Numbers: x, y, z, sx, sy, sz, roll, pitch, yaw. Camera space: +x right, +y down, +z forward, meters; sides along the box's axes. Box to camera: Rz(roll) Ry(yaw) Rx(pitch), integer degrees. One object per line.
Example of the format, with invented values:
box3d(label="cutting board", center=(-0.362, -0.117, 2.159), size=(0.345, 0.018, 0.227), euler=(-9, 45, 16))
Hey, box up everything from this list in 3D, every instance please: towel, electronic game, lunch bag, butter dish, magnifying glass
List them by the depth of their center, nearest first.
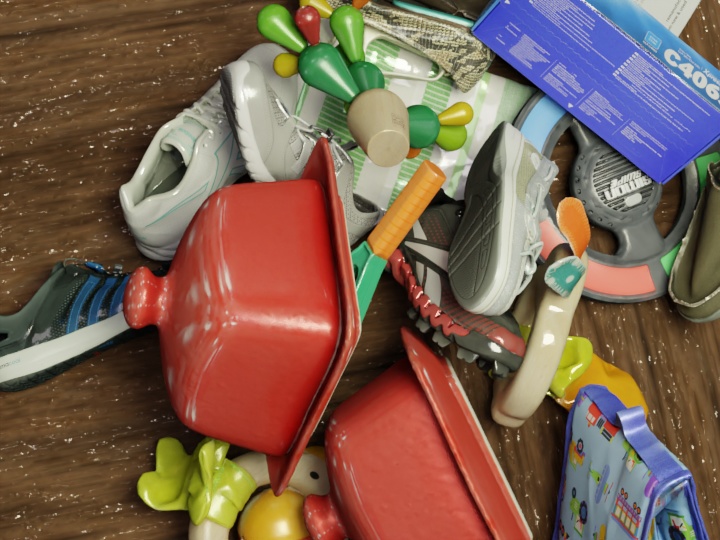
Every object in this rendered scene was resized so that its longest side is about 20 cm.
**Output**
box3d(label="butter dish", center=(-0.093, 0.027, 1.073), size=(0.148, 0.200, 0.200), euler=(7, 47, -18))
box3d(label="lunch bag", center=(0.196, 0.188, 1.119), size=(0.094, 0.151, 0.200), euler=(-11, 114, -10))
box3d(label="butter dish", center=(0.029, 0.159, 1.122), size=(0.148, 0.199, 0.200), euler=(-25, 93, 1))
box3d(label="magnifying glass", center=(0.000, 0.000, 1.172), size=(0.022, 0.080, 0.200), euler=(25, 112, -33))
box3d(label="electronic game", center=(0.210, -0.072, 1.252), size=(0.200, 0.042, 0.200), euler=(2, 82, -14))
box3d(label="towel", center=(0.036, -0.110, 1.254), size=(0.200, 0.023, 0.153), euler=(17, 78, -4))

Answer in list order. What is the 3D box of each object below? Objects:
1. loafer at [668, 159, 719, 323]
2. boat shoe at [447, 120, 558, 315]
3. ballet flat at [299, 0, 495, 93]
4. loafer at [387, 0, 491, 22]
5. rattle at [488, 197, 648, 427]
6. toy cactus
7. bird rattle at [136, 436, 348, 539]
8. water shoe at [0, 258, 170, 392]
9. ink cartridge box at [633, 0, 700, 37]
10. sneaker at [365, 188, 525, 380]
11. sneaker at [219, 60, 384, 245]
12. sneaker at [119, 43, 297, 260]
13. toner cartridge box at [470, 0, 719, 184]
box3d(label="loafer", center=(0.289, -0.055, 1.193), size=(0.070, 0.075, 0.200), euler=(16, 104, -35))
box3d(label="boat shoe", center=(0.110, -0.035, 1.105), size=(0.065, 0.202, 0.074), euler=(28, 123, -11))
box3d(label="ballet flat", center=(0.011, -0.198, 1.229), size=(0.200, 0.068, 0.075), euler=(24, 102, -5))
box3d(label="loafer", center=(0.091, -0.235, 1.256), size=(0.200, 0.071, 0.073), euler=(14, 79, -4))
box3d(label="rattle", center=(0.181, 0.045, 1.157), size=(0.143, 0.200, 0.130), euler=(30, 40, 7))
box3d(label="toy cactus", center=(0.015, -0.134, 1.147), size=(0.102, 0.165, 0.200), euler=(-40, 122, 15))
box3d(label="bird rattle", center=(-0.081, 0.209, 1.151), size=(0.163, 0.113, 0.200), euler=(-10, 84, -26))
box3d(label="water shoe", center=(-0.205, 0.021, 1.177), size=(0.200, 0.072, 0.079), euler=(-25, 83, -11))
box3d(label="ink cartridge box", center=(0.186, -0.282, 1.237), size=(0.200, 0.085, 0.145), euler=(27, 36, -3))
box3d(label="sneaker", center=(0.077, 0.002, 1.154), size=(0.071, 0.200, 0.098), euler=(34, 101, -37))
box3d(label="sneaker", center=(-0.045, -0.092, 1.166), size=(0.082, 0.200, 0.075), euler=(-26, 46, 3))
box3d(label="sneaker", center=(-0.116, -0.102, 1.198), size=(0.070, 0.080, 0.200), euler=(28, 75, 22))
box3d(label="toner cartridge box", center=(0.193, -0.162, 1.191), size=(0.200, 0.095, 0.043), euler=(38, 49, -7))
